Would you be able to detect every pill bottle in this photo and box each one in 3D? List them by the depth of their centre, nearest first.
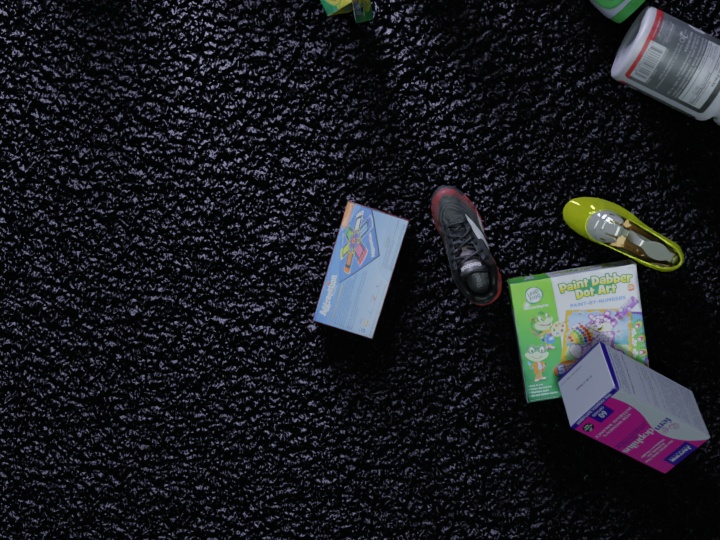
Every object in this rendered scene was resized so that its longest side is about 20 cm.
[{"bbox_3d":[0.476,-0.288,1.412,0.199,0.114,0.114,26,102,-2],"label":"pill bottle"}]

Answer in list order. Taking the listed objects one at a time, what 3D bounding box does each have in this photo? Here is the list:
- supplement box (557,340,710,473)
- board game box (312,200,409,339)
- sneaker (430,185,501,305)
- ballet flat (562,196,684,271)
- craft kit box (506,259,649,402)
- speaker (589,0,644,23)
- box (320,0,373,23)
[{"bbox_3d":[0.414,0.209,1.483,0.199,0.104,0.101,26,123,-22],"label":"supplement box"},{"bbox_3d":[0.000,0.000,1.551,0.102,0.019,0.201,17,102,-1],"label":"board game box"},{"bbox_3d":[0.163,-0.035,1.493,0.070,0.098,0.201,-21,98,10],"label":"sneaker"},{"bbox_3d":[0.405,-0.054,1.487,0.199,0.067,0.067,27,103,-1],"label":"ballet flat"},{"bbox_3d":[0.344,0.096,1.535,0.199,0.049,0.199,-10,98,6],"label":"craft kit box"},{"bbox_3d":[0.329,-0.452,1.404,0.200,0.088,0.088,44,101,-5],"label":"speaker"},{"bbox_3d":[-0.048,-0.447,1.415,0.048,0.117,0.201,-26,98,20],"label":"box"}]
